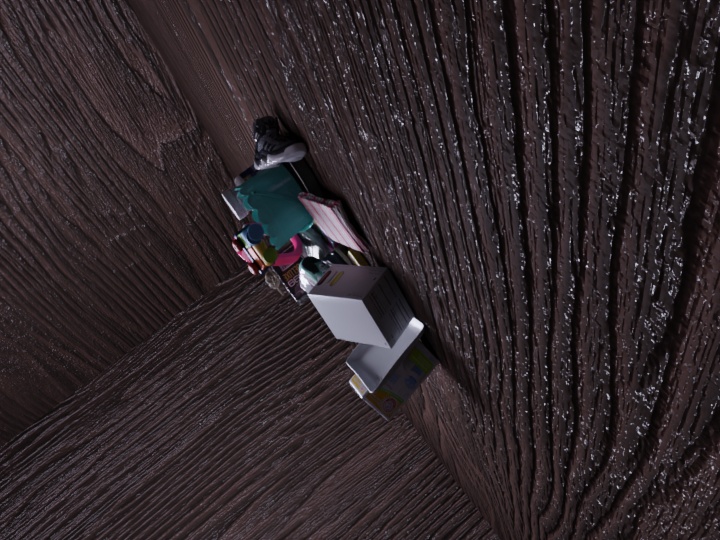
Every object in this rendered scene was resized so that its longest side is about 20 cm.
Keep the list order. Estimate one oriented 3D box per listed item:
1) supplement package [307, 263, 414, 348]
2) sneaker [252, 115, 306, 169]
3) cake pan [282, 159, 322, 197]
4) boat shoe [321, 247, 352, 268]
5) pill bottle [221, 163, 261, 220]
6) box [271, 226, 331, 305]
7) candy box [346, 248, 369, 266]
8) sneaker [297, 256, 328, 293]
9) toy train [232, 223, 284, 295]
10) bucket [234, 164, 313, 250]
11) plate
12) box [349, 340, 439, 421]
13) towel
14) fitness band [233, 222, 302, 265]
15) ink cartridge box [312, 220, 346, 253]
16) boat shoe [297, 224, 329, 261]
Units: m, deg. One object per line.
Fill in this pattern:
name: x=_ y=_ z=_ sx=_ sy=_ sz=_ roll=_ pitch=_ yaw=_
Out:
supplement package: x=0.000 y=0.082 z=1.576 sx=0.197 sy=0.111 sz=0.157 roll=3 pitch=135 yaw=46
sneaker: x=-0.196 y=-0.302 z=1.524 sx=0.198 sy=0.074 sz=0.117 roll=-3 pitch=99 yaw=55
cake pan: x=-0.160 y=-0.248 z=1.673 sx=0.202 sy=0.036 sz=0.201 roll=53 pitch=171 yaw=11
boat shoe: x=-0.025 y=0.027 z=1.731 sx=0.201 sy=0.061 sz=0.075 roll=49 pitch=167 yaw=14
pill bottle: x=-0.293 y=-0.240 z=1.895 sx=0.120 sy=0.199 sz=0.120 roll=51 pitch=171 yaw=11
box: x=-0.149 y=-0.022 z=1.939 sx=0.159 sy=0.198 sz=0.050 roll=51 pitch=174 yaw=20
candy box: x=0.000 y=0.000 z=1.782 sx=0.103 sy=0.026 sz=0.200 roll=55 pitch=171 yaw=5
sneaker: x=-0.086 y=0.051 z=1.842 sx=0.197 sy=0.078 sz=0.141 roll=29 pitch=141 yaw=7
toy train: x=-0.233 y=-0.027 z=1.664 sx=0.202 sy=0.084 sz=0.115 roll=55 pitch=159 yaw=-8
bucket: x=-0.217 y=-0.169 z=1.711 sx=0.209 sy=0.134 sz=0.207 roll=52 pitch=172 yaw=10
plate: x=0.063 y=0.187 z=1.608 sx=0.032 sy=0.201 sz=0.200 roll=38 pitch=179 yaw=-25
box: x=0.083 y=0.254 z=1.655 sx=0.112 sy=0.201 sz=0.101 roll=44 pitch=176 yaw=-25
towel: x=-0.065 y=-0.119 z=1.576 sx=0.147 sy=0.030 sz=0.199 roll=54 pitch=165 yaw=-29
fitness band: x=-0.250 y=-0.073 z=1.802 sx=0.144 sy=0.196 sz=0.038 roll=53 pitch=133 yaw=33
ink cartridge box: x=-0.115 y=-0.137 z=1.860 sx=0.202 sy=0.042 sz=0.120 roll=54 pitch=171 yaw=18
boat shoe: x=-0.143 y=-0.094 z=1.878 sx=0.201 sy=0.064 sz=0.076 roll=37 pitch=144 yaw=46
